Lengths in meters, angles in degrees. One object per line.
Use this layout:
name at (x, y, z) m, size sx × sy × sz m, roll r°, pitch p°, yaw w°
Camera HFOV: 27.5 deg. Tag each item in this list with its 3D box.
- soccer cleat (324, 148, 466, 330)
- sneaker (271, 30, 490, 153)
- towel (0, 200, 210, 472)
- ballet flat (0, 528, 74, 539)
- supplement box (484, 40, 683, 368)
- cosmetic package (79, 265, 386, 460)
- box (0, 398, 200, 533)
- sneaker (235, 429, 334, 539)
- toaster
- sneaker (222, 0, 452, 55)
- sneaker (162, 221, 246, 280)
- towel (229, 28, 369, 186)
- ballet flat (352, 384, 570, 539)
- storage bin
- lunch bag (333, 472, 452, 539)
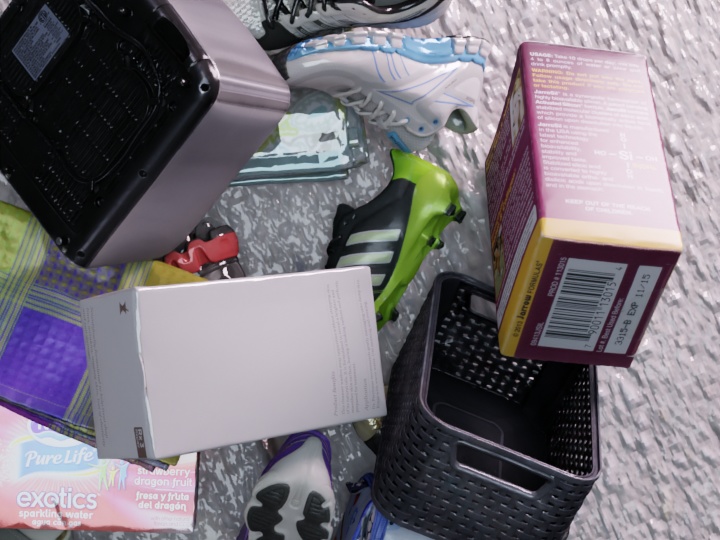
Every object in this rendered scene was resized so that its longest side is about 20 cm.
soccer cleat at (0.000, 0.000, 1.137) m, size 0.081 × 0.067 × 0.201 m, roll 35°, pitch 90°, yaw 20°
sneaker at (0.022, -0.132, 1.098) m, size 0.198 × 0.075 × 0.088 m, roll -4°, pitch 92°, yaw -37°
towel at (-0.197, 0.044, 1.047) m, size 0.198 × 0.023 × 0.145 m, roll 22°, pitch 70°, yaw 1°
ballet flat at (-0.218, 0.224, 1.091) m, size 0.199 × 0.068 × 0.064 m, roll 28°, pitch 66°, yaw 18°
supplement box at (0.156, -0.049, 1.070) m, size 0.102 × 0.132 × 0.202 m, roll 5°, pitch 49°, yaw -6°
cosmetic package at (-0.084, 0.061, 1.009) m, size 0.198 × 0.081 × 0.114 m, roll -4°, pitch 87°, yaw -38°
box at (-0.218, 0.138, 1.086) m, size 0.197 × 0.103 × 0.096 m, roll 3°, pitch 88°, yaw -5°
sneaker at (-0.057, 0.200, 1.089) m, size 0.080 × 0.084 × 0.201 m, roll 22°, pitch 124°, yaw -3°
toaster at (-0.168, -0.131, 1.033) m, size 0.181 × 0.118 × 0.200 m, roll 48°, pitch 112°, yaw 19°
sneaker at (-0.025, -0.209, 1.079) m, size 0.198 × 0.088 × 0.077 m, roll -12°, pitch 89°, yaw -5°
sneaker at (-0.167, 0.047, 1.108) m, size 0.199 × 0.071 × 0.099 m, roll -28°, pitch 89°, yaw -7°
towel at (-0.096, -0.152, 1.135) m, size 0.197 × 0.048 × 0.173 m, roll -4°, pitch 86°, yaw -6°
ballet flat at (0.080, 0.148, 1.139) m, size 0.199 × 0.057 × 0.067 m, roll 31°, pitch 85°, yaw -4°
storage bin at (0.092, 0.105, 1.062) m, size 0.134 × 0.201 × 0.094 m, roll 22°, pitch 119°, yaw -5°
lunch bag at (0.006, 0.246, 1.075) m, size 0.075 × 0.160 × 0.202 m, roll 17°, pitch 91°, yaw -4°
